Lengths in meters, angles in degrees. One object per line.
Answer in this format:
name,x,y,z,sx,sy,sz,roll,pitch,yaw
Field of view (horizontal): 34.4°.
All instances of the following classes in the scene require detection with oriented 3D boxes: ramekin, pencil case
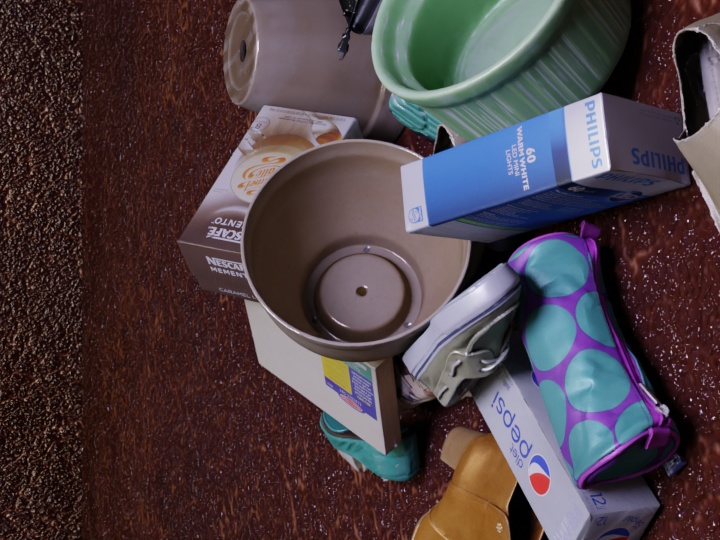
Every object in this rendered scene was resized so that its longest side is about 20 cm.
ramekin,0.115,-0.196,0.922,0.200,0.098,0.200,-26,47,31
pencil case,0.059,0.100,1.161,0.200,0.078,0.090,-29,71,63
pencil case,0.176,0.065,0.895,0.092,0.085,0.200,-42,48,33

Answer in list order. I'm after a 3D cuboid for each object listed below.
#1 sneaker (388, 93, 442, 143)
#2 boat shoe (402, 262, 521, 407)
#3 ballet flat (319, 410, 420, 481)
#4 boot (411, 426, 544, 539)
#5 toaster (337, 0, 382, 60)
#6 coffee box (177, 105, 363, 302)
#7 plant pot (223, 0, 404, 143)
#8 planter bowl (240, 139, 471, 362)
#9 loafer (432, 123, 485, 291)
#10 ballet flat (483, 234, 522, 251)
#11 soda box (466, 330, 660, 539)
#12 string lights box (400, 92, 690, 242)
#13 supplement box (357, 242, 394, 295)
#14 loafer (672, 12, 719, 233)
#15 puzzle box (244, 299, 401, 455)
sneaker,0.083,-0.184,1.125,0.088,0.074,0.200,-54,0,-8
boat shoe,0.092,0.054,0.941,0.062,0.072,0.200,50,157,9
ballet flat,0.008,0.196,1.295,0.200,0.067,0.071,9,112,67
boot,0.109,0.249,1.060,0.144,0.071,0.202,-157,74,-67
toaster,0.041,-0.337,1.144,0.200,0.118,0.181,123,140,-49
coffee box,-0.083,-0.068,1.191,0.080,0.114,0.200,72,-144,-48
plant pot,-0.053,-0.237,1.288,0.200,0.173,0.201,180,90,-66
planter bowl,0.000,0.000,1.063,0.135,0.200,0.201,81,176,-65
loafer,0.084,-0.066,1.114,0.076,0.068,0.200,-129,45,-54
ballet flat,0.130,-0.118,1.016,0.073,0.073,0.200,174,98,-65
soda box,0.159,0.138,0.952,0.200,0.068,0.064,-117,34,-44
string lights box,0.137,-0.072,0.894,0.200,0.103,0.059,-16,74,46
supplement box,0.002,0.002,1.209,0.069,0.067,0.200,36,122,19
loafer,0.245,-0.078,0.763,0.076,0.067,0.200,138,127,-59
puzzle box,-0.041,0.091,1.190,0.200,0.025,0.133,32,145,34
